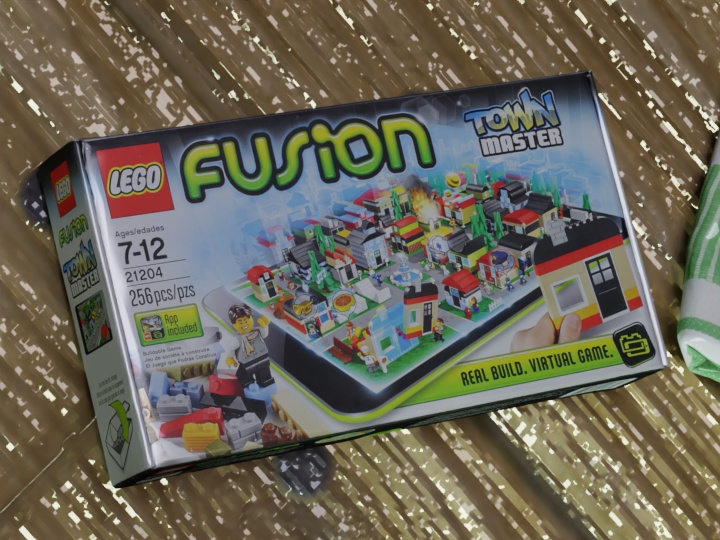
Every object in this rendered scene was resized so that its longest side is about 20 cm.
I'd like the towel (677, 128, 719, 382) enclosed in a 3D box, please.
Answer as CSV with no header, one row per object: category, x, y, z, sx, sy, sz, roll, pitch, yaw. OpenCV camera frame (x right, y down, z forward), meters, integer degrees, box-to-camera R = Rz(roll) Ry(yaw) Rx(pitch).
towel,0.199,-0.027,1.100,0.152,0.023,0.200,28,66,-17

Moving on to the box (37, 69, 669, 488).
box,0.000,0.000,0.985,0.200,0.035,0.110,-10,81,-29
